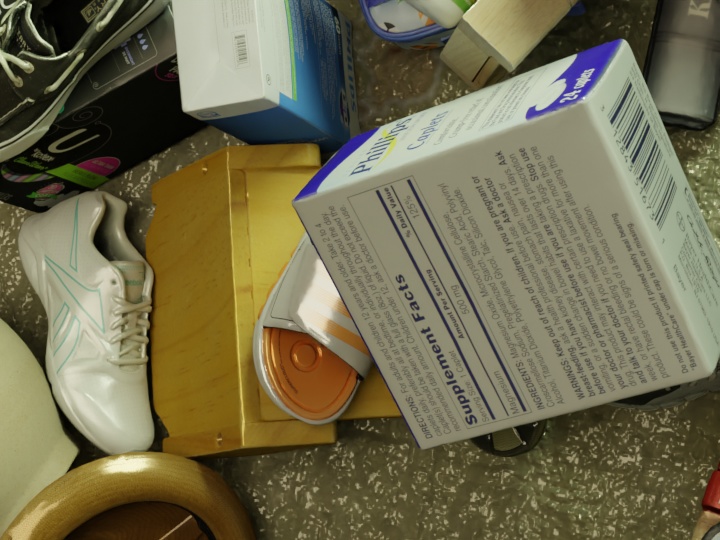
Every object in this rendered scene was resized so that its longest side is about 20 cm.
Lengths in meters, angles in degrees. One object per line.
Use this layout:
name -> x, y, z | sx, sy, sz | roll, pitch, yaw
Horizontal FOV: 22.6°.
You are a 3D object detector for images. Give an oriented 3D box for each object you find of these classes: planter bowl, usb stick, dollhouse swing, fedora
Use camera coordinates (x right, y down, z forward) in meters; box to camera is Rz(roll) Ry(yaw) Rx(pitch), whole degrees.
planter bowl -> -0.283, 0.133, 1.263 | 0.135, 0.200, 0.200 | 38, 97, -8
usb stick -> 0.228, -0.191, 1.197 | 0.055, 0.033, 0.201 | 12, 87, 17
dollhouse swing -> -0.033, 0.024, 1.260 | 0.182, 0.175, 0.201 | -18, 75, 58
fedora -> -0.169, 0.214, 1.240 | 0.200, 0.082, 0.202 | -3, 98, -20

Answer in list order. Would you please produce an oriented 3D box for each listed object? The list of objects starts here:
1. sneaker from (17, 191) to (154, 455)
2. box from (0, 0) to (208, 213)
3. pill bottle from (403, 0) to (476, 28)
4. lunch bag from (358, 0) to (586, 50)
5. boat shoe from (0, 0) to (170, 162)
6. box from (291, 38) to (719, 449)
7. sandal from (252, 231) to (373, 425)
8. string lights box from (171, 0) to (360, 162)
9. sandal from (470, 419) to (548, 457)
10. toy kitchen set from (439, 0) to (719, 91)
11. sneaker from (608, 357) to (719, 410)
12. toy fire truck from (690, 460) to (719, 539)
sneaker -> -0.183, 0.036, 1.278 | 0.080, 0.070, 0.201 | -28, 72, 28
box -> -0.196, -0.145, 1.273 | 0.199, 0.148, 0.125 | -28, 76, 13
pill bottle -> 0.074, -0.264, 1.135 | 0.111, 0.111, 0.200 | 38, 94, 19
lunch bag -> 0.087, -0.240, 1.230 | 0.199, 0.076, 0.161 | -17, 81, 17
boat shoe -> -0.209, -0.147, 1.165 | 0.200, 0.064, 0.071 | -43, 75, 10
box -> 0.095, -0.012, 1.074 | 0.199, 0.105, 0.184 | -17, 110, 28
sandal -> -0.007, -0.004, 1.162 | 0.079, 0.059, 0.207 | 24, 74, -14
string lights box -> -0.057, -0.138, 1.198 | 0.059, 0.200, 0.103 | -9, 80, 17
sandal -> 0.111, 0.023, 1.200 | 0.080, 0.057, 0.202 | 15, 95, 30
toy kitchen set -> 0.186, -0.164, 1.080 | 0.180, 0.163, 0.200 | 43, 77, 2
sneaker -> 0.219, 0.043, 1.128 | 0.199, 0.115, 0.075 | -10, 82, 17
toy fire truck -> 0.309, 0.125, 1.096 | 0.175, 0.129, 0.201 | 17, 78, 20
